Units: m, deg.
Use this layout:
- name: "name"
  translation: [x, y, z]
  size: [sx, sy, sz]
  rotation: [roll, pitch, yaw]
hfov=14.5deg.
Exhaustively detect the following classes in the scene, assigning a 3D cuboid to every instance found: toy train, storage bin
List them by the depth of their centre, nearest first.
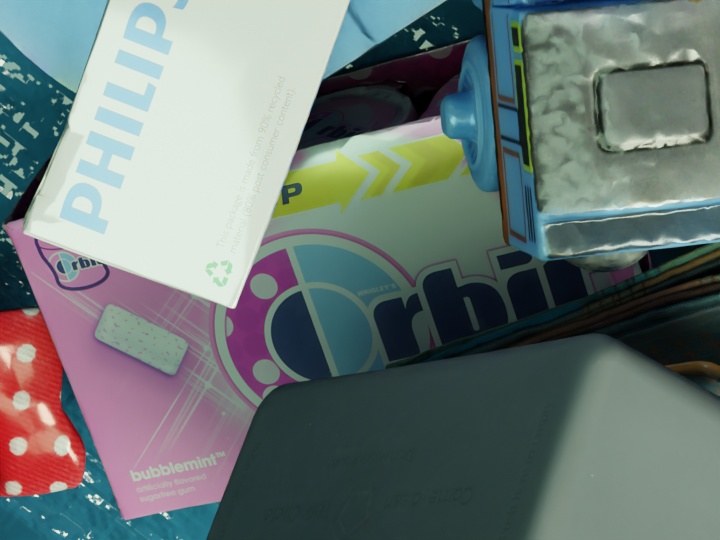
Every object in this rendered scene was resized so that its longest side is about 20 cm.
- name: "storage bin"
  translation: [0.055, 0.081, 0.782]
  size: [0.134, 0.146, 0.199]
  rotation: [34, 154, -29]
- name: "toy train"
  translation: [0.067, -0.097, 0.788]
  size: [0.086, 0.114, 0.202]
  rotation: [-5, 96, -8]

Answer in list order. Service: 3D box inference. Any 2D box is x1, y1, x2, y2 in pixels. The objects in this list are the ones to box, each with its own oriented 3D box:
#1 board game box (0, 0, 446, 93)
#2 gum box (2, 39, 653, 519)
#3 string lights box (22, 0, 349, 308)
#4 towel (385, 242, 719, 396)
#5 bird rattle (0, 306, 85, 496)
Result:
- name: "board game box"
  translation: [-0.036, -0.139, 0.878]
  size: [0.199, 0.039, 0.158]
  rotation: [-32, 105, 17]
- name: "gum box"
  translation: [0.000, 0.000, 0.922]
  size: [0.199, 0.066, 0.114]
  rotation: [-13, 113, 17]
- name: "string lights box"
  translation: [-0.039, -0.060, 0.768]
  size: [0.059, 0.200, 0.103]
  rotation: [20, 98, -3]
- name: "towel"
  translation: [0.115, 0.062, 0.897]
  size: [0.146, 0.022, 0.200]
  rotation: [-22, 140, 21]
- name: "bird rattle"
  translation: [-0.185, 0.067, 0.989]
  size: [0.198, 0.113, 0.164]
  rotation: [1, 136, 12]
